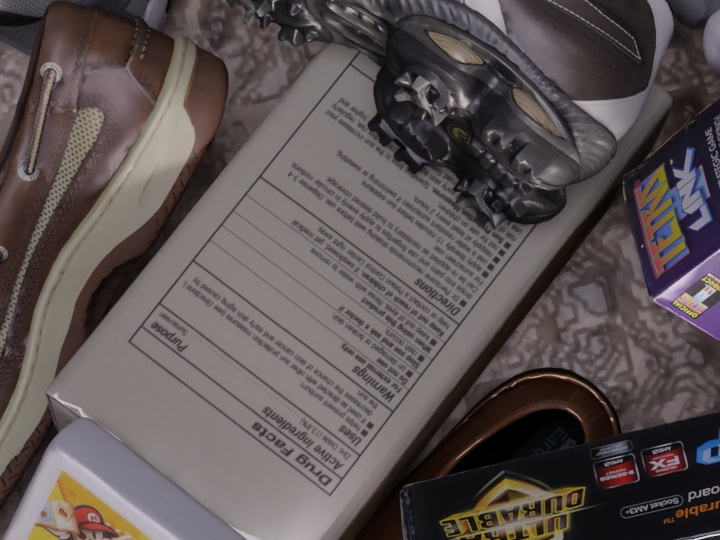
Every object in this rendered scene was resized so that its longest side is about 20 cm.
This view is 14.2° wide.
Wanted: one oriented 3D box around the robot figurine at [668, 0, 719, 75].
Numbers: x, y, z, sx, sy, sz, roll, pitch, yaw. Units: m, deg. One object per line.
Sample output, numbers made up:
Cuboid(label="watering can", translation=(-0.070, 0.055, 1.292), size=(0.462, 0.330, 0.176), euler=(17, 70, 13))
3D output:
Cuboid(label="robot figurine", translation=(0.171, -0.101, 0.917), size=(0.200, 0.113, 0.170), euler=(34, 50, 6))

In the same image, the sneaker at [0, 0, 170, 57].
Cuboid(label="sneaker", translation=(-0.162, -0.127, 0.952), size=(0.199, 0.115, 0.075), euler=(17, 88, 6))

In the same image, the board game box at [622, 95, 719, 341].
Cuboid(label="board game box", translation=(0.204, -0.015, 0.851), size=(0.200, 0.057, 0.165), euler=(29, 123, -33))

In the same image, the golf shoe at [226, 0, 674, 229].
Cuboid(label="golf shoe", translation=(0.008, -0.107, 0.886), size=(0.200, 0.078, 0.095), euler=(44, 71, -1))

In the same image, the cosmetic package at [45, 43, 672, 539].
Cuboid(label="cosmetic package", translation=(0.000, 0.000, 0.927), size=(0.105, 0.071, 0.200), euler=(38, 77, 8))

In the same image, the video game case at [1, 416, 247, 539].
Cuboid(label="video game case", translation=(-0.042, 0.162, 0.913), size=(0.200, 0.023, 0.182), euler=(37, 134, 7))

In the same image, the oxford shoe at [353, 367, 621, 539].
Cuboid(label="oxford shoe", translation=(0.009, 0.113, 0.944), size=(0.071, 0.071, 0.200), euler=(37, 93, 5))

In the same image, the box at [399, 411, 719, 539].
Cuboid(label="box", translation=(0.124, 0.106, 0.891), size=(0.199, 0.159, 0.046), euler=(-13, 48, 5))

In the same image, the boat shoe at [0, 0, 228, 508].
Cuboid(label="boat shoe", translation=(-0.122, 0.001, 0.943), size=(0.075, 0.075, 0.203), euler=(27, 104, -16))
